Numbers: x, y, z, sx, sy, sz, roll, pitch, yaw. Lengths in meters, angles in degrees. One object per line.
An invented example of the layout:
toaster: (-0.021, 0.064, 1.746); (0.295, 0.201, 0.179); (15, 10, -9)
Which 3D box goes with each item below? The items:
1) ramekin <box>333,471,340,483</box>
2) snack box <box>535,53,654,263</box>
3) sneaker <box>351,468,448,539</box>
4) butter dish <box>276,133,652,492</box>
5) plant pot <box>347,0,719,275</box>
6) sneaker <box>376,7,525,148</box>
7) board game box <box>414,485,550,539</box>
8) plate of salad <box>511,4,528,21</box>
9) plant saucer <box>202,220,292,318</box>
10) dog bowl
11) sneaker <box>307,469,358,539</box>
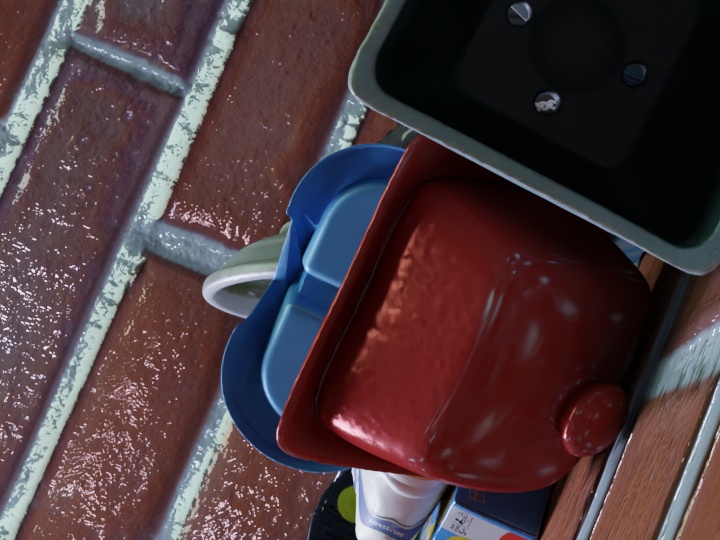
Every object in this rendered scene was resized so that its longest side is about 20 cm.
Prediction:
ramekin: (0.012, 0.222, 1.795); (0.200, 0.105, 0.201); (-156, 90, -89)
snack box: (0.139, -0.071, 1.427); (0.200, 0.116, 0.037); (116, 177, -69)
sneaker: (0.024, 0.105, 1.535); (0.200, 0.075, 0.089); (-68, 2, -69)
butter dish: (0.085, 0.049, 1.319); (0.199, 0.148, 0.201); (12, -72, -47)
plant pot: (0.119, -0.123, 1.227); (0.197, 0.195, 0.200); (-63, 0, -2)
sneaker: (0.047, -0.095, 1.570); (0.199, 0.071, 0.100); (-31, 51, 21)
board game box: (0.072, 0.154, 1.564); (0.200, 0.056, 0.196); (-68, 2, -50)
plate of salad: (0.122, -0.225, 1.397); (0.048, 0.200, 0.201); (-18, 39, 43)
plant saucer: (0.000, 0.000, 1.541); (0.200, 0.199, 0.051); (119, 155, -76)
dog bowl: (-0.005, 0.018, 1.417); (0.050, 0.111, 0.201); (-55, -10, -75)
sneaker: (0.015, 0.147, 1.608); (0.079, 0.066, 0.201); (97, -168, -51)
